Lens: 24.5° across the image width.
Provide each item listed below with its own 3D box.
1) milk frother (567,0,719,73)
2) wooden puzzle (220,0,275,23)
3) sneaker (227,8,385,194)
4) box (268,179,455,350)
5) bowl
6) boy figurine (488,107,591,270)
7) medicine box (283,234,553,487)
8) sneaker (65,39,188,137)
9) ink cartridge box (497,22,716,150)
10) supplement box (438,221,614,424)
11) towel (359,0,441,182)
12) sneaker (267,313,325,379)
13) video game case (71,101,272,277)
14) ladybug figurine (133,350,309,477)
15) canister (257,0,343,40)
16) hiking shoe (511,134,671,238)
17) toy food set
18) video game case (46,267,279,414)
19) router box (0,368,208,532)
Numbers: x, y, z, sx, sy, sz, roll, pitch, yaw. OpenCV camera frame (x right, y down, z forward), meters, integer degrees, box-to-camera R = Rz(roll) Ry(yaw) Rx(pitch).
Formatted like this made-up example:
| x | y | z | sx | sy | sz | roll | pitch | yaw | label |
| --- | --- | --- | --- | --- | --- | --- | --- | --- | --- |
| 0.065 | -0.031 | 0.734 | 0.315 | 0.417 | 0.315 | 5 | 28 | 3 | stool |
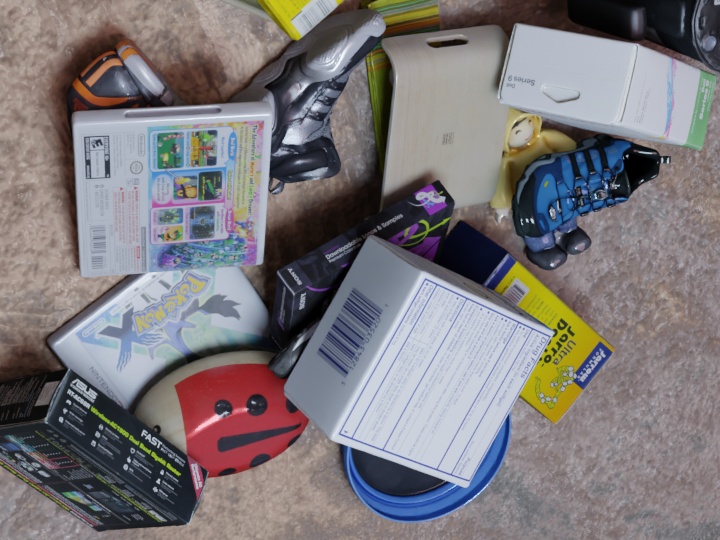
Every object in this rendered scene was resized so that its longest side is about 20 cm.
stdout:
| x | y | z | sx | sy | sz | roll | pitch | yaw | label |
| --- | --- | --- | --- | --- | --- | --- | --- | --- | --- |
| 0.320 | -0.323 | 1.686 | 0.179 | 0.188 | 0.201 | 6 | 107 | -30 | milk frother |
| -0.090 | -0.345 | 1.554 | 0.184 | 0.046 | 0.201 | 18 | 101 | -31 | wooden puzzle |
| -0.040 | -0.163 | 1.638 | 0.200 | 0.076 | 0.114 | -39 | 123 | -1 | sneaker |
| 0.000 | 0.000 | 1.684 | 0.199 | 0.036 | 0.143 | -29 | 158 | -19 | box |
| 0.071 | 0.184 | 1.843 | 0.199 | 0.039 | 0.202 | -9 | 116 | -19 | bowl |
| 0.191 | -0.104 | 1.783 | 0.124 | 0.064 | 0.201 | -28 | 122 | -11 | boy figurine |
| 0.059 | 0.091 | 1.628 | 0.199 | 0.103 | 0.183 | 24 | 98 | -39 | medicine box |
| -0.208 | -0.119 | 1.577 | 0.112 | 0.078 | 0.200 | -37 | 121 | 3 | sneaker |
| 0.253 | -0.185 | 1.687 | 0.199 | 0.145 | 0.088 | 3 | 100 | -55 | ink cartridge box |
| 0.162 | 0.058 | 1.804 | 0.200 | 0.109 | 0.110 | 39 | 90 | -33 | supplement box |
| 0.050 | -0.189 | 1.705 | 0.086 | 0.018 | 0.201 | -17 | 117 | -19 | towel |
| -0.018 | 0.092 | 1.694 | 0.074 | 0.080 | 0.200 | -42 | 158 | 26 | sneaker |
| -0.177 | -0.074 | 1.562 | 0.181 | 0.024 | 0.201 | -4 | 137 | -11 | video game case |
| -0.132 | 0.152 | 1.684 | 0.199 | 0.072 | 0.137 | -15 | 123 | -18 | ladybug figurine |
| -0.029 | -0.327 | 1.518 | 0.200 | 0.087 | 0.149 | -41 | 125 | -1 | canister |
| 0.234 | -0.092 | 1.720 | 0.200 | 0.086 | 0.075 | -35 | 119 | -39 | hiking shoe |
| 0.075 | -0.147 | 1.701 | 0.143 | 0.060 | 0.201 | -11 | 123 | -28 | toy food set |
| -0.189 | 0.076 | 1.686 | 0.200 | 0.022 | 0.183 | -38 | 122 | -9 | video game case |
| -0.268 | 0.178 | 1.608 | 0.200 | 0.149 | 0.062 | 43 | 53 | -33 | router box |
